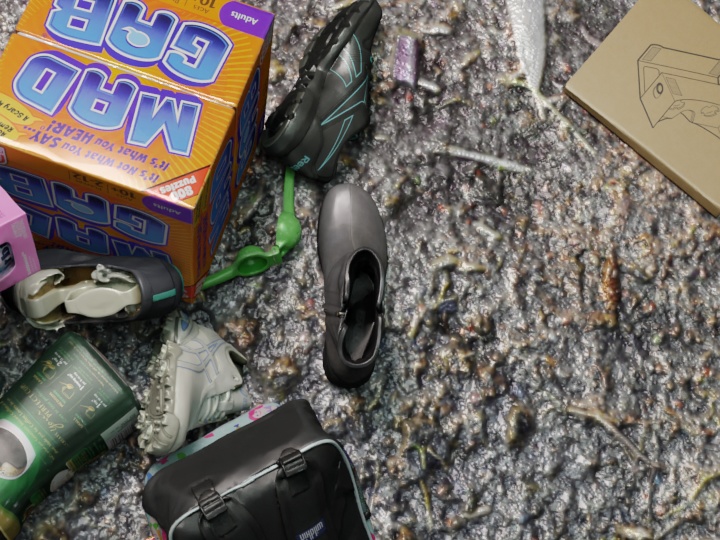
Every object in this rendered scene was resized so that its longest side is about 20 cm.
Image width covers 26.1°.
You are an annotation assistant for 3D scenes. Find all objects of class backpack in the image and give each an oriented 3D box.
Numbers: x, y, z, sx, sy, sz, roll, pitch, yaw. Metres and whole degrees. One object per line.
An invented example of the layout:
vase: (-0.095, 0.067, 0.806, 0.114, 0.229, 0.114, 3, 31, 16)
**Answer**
backpack: (-0.081, 0.225, 1.308, 0.177, 0.150, 0.201, -28, 117, -13)

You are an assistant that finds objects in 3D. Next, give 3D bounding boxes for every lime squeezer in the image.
lime squeezer: (-0.101, -0.030, 1.451, 0.070, 0.038, 0.200, 39, 74, 6)

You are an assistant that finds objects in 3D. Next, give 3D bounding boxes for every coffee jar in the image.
coffee jar: (-0.290, 0.154, 1.347, 0.200, 0.085, 0.104, -41, 78, -17)

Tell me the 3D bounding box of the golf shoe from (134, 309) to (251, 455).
golf shoe: (-0.137, 0.101, 1.338, 0.096, 0.200, 0.079, 22, 113, -10)

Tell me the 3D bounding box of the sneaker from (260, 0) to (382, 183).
sneaker: (-0.024, -0.174, 1.498, 0.079, 0.075, 0.201, 38, 66, -22)

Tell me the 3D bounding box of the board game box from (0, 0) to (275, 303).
board game box: (-0.204, -0.126, 1.370, 0.198, 0.200, 0.201, 19, 65, 2)

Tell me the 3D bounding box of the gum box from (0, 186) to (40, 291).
gum box: (-0.358, -0.044, 1.274, 0.113, 0.066, 0.200, -31, 50, -23)

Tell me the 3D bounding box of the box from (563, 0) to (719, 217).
box: (0.327, -0.175, 1.553, 0.200, 0.021, 0.164, 40, 73, 6)

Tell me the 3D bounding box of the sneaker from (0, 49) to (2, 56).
sneaker: (-0.423, -0.178, 1.438, 0.199, 0.075, 0.105, -18, 80, -19)

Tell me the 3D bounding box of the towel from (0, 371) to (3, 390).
towel: (-0.394, 0.122, 1.300, 0.200, 0.171, 0.048, -39, 78, -16)

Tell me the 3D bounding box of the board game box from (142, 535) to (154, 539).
board game box: (-0.243, 0.306, 1.339, 0.198, 0.030, 0.096, -21, 76, -10)

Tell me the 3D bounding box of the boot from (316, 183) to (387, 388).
boot: (0.000, 0.000, 1.403, 0.069, 0.132, 0.202, -3, 73, -7)

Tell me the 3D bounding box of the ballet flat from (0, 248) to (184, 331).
ballet flat: (-0.249, 0.019, 1.356, 0.198, 0.073, 0.074, -1, 70, 26)
